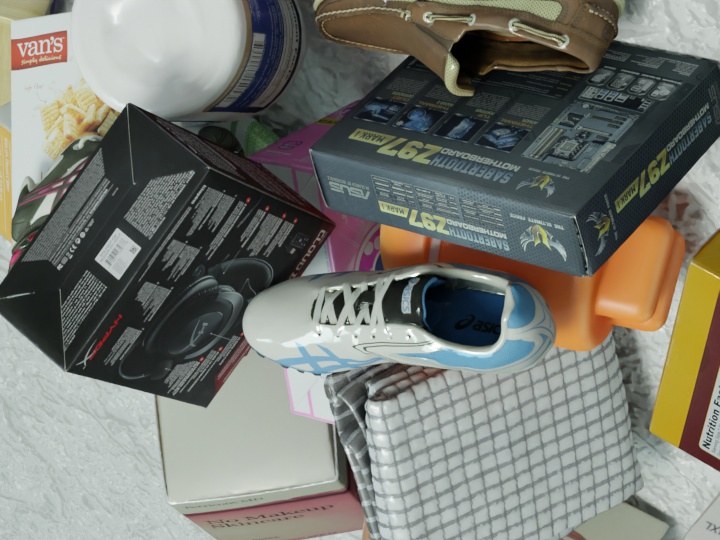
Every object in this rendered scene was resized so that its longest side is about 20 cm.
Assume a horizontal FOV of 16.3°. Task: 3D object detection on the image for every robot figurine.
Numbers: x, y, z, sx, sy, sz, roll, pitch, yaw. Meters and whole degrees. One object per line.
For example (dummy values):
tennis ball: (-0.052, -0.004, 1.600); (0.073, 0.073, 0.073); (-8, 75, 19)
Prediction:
robot figurine: (0.099, -0.016, 1.572); (0.200, 0.144, 0.117); (14, 124, 18)

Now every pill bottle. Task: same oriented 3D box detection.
pill bottle: (-0.099, -0.149, 1.590); (0.111, 0.200, 0.111); (1, 93, 14)

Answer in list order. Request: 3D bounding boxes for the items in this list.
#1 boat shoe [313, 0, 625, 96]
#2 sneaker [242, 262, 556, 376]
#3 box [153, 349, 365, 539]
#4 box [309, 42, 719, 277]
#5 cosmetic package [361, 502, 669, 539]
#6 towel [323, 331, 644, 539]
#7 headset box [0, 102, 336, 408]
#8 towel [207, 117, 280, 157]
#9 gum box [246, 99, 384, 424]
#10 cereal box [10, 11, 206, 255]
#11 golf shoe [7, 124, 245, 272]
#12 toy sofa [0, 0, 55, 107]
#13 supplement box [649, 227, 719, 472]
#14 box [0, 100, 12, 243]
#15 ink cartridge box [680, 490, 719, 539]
boat shoe: (0.056, -0.143, 1.488); (0.202, 0.075, 0.075); (-1, 156, 33)
sneaker: (0.018, 0.024, 1.509); (0.200, 0.072, 0.072); (0, 151, 23)
box: (-0.064, 0.127, 1.820); (0.128, 0.109, 0.200); (-9, 164, 8)
box: (0.094, -0.079, 1.491); (0.200, 0.158, 0.051); (15, 136, 37)
cosmetic package: (0.108, 0.192, 1.800); (0.200, 0.087, 0.103); (25, 146, 13)
towel: (0.080, 0.109, 1.654); (0.086, 0.200, 0.166); (30, 139, 54)
headset box: (-0.113, -0.003, 1.538); (0.077, 0.149, 0.200); (39, -172, 24)
towel: (-0.082, -0.064, 1.808); (0.200, 0.031, 0.149); (41, 146, 22)
gum box: (0.000, 0.000, 1.678); (0.066, 0.113, 0.200); (12, 120, 40)
cereal box: (-0.174, -0.081, 1.725); (0.144, 0.040, 0.200); (-5, 84, 29)
golf shoe: (-0.162, -0.059, 1.645); (0.200, 0.088, 0.077); (-29, 148, 31)
toy sofa: (-0.271, -0.165, 1.884); (0.083, 0.098, 0.200); (16, 143, 0)
supplement box: (0.297, 0.035, 1.348); (0.200, 0.197, 0.133); (30, 139, 22)
box: (-0.170, -0.040, 1.829); (0.200, 0.097, 0.125); (38, 145, 26)
ink cartridge box: (0.298, 0.250, 1.686); (0.146, 0.084, 0.200); (22, 140, 31)
